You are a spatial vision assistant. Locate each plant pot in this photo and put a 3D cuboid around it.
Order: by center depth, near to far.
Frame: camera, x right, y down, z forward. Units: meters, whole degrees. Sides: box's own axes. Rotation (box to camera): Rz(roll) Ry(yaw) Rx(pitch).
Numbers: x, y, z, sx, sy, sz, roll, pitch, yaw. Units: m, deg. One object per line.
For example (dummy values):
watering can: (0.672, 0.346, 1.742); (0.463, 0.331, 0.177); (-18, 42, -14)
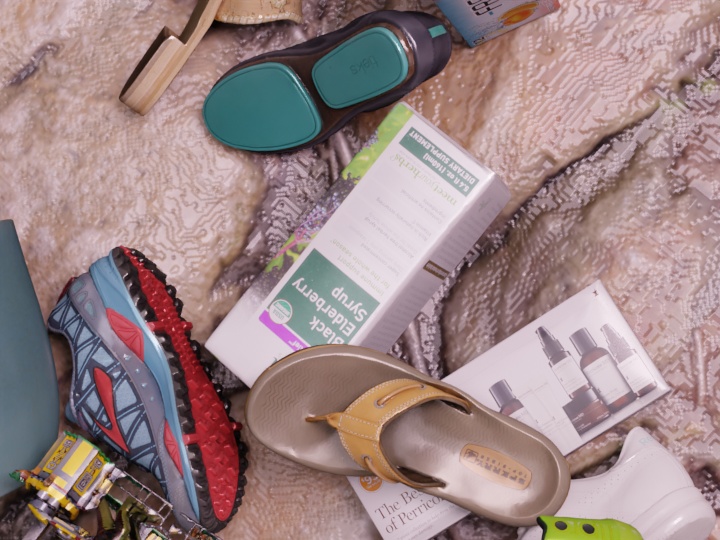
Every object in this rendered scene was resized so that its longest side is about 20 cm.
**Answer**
plant pot: (-0.285, 0.078, 0.966); (0.201, 0.201, 0.161); (-23, 93, 10)

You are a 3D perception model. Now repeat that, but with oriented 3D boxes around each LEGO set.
LEGO set: (-0.150, 0.202, 0.925); (0.200, 0.154, 0.116); (38, 66, -8)

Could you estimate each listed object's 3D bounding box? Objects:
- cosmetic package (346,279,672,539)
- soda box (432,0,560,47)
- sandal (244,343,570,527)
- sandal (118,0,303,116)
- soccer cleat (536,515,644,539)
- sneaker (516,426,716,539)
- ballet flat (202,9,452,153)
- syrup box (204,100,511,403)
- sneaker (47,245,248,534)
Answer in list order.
cosmetic package: (0.087, 0.093, 0.944); (0.200, 0.051, 0.083); (-34, 77, 8)
soda box: (0.067, -0.194, 0.899); (0.068, 0.200, 0.064); (-23, 80, 11)
sandal: (0.029, 0.099, 0.891); (0.200, 0.054, 0.080); (20, 92, 3)
sandal: (-0.073, -0.179, 1.012); (0.070, 0.078, 0.212); (35, 102, -17)
soccer cleat: (0.093, 0.210, 0.848); (0.081, 0.068, 0.200); (16, 122, -12)
sneaker: (0.116, 0.175, 0.929); (0.200, 0.075, 0.089); (-37, 57, 11)
ballet flat: (-0.018, -0.123, 0.972); (0.200, 0.073, 0.073); (-15, 80, 46)
syrup box: (0.000, 0.000, 0.958); (0.079, 0.081, 0.200); (40, 93, 15)
sneaker: (-0.144, 0.089, 0.996); (0.096, 0.079, 0.200); (-31, 70, 19)
